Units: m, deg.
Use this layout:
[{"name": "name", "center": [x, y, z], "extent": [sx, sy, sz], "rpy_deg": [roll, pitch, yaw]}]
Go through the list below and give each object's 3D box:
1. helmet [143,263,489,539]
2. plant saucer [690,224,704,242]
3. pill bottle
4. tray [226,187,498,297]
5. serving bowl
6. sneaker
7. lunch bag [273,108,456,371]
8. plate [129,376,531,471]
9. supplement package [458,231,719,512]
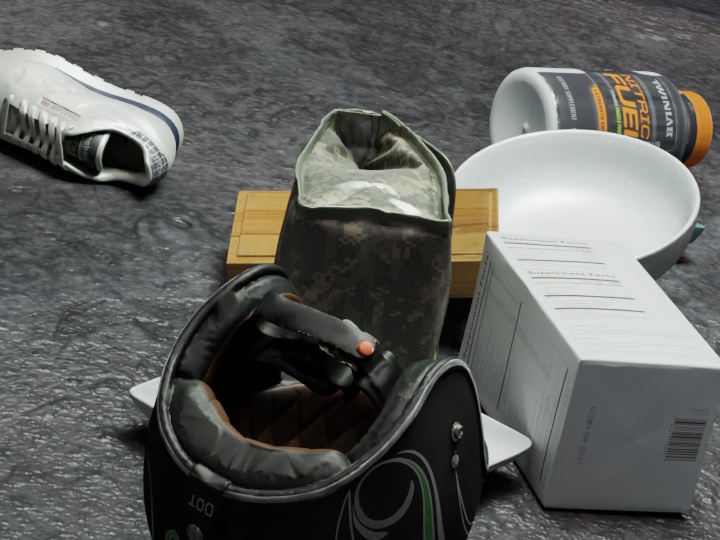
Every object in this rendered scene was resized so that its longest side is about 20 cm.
[{"name": "helmet", "center": [-0.024, 0.111, 1.269], "extent": [0.198, 0.191, 0.201], "rpy_deg": [-4, 52, 6]}, {"name": "plant saucer", "center": [0.189, -0.043, 1.939], "extent": [0.198, 0.019, 0.070], "rpy_deg": [4, 11, -24]}, {"name": "pill bottle", "center": [0.223, -0.129, 2.083], "extent": [0.199, 0.107, 0.106], "rpy_deg": [-2, 27, -32]}, {"name": "tray", "center": [0.004, -0.021, 1.708], "extent": [0.198, 0.037, 0.099], "rpy_deg": [0, 35, 3]}, {"name": "serving bowl", "center": [0.166, -0.033, 1.801], "extent": [0.198, 0.066, 0.201], "rpy_deg": [-2, 35, 1]}, {"name": "sneaker", "center": [-0.243, -0.119, 1.843], "extent": [0.198, 0.077, 0.081], "rpy_deg": [14, 32, 5]}, {"name": "lunch bag", "center": [0.000, 0.000, 1.492], "extent": [0.116, 0.165, 0.200], "rpy_deg": [6, 23, -4]}, {"name": "plate", "center": [-0.019, 0.107, 1.487], "extent": [0.199, 0.033, 0.199], "rpy_deg": [25, 25, 28]}, {"name": "supplement package", "center": [0.154, 0.066, 1.575], "extent": [0.109, 0.115, 0.200], "rpy_deg": [4, 25, -18]}]
